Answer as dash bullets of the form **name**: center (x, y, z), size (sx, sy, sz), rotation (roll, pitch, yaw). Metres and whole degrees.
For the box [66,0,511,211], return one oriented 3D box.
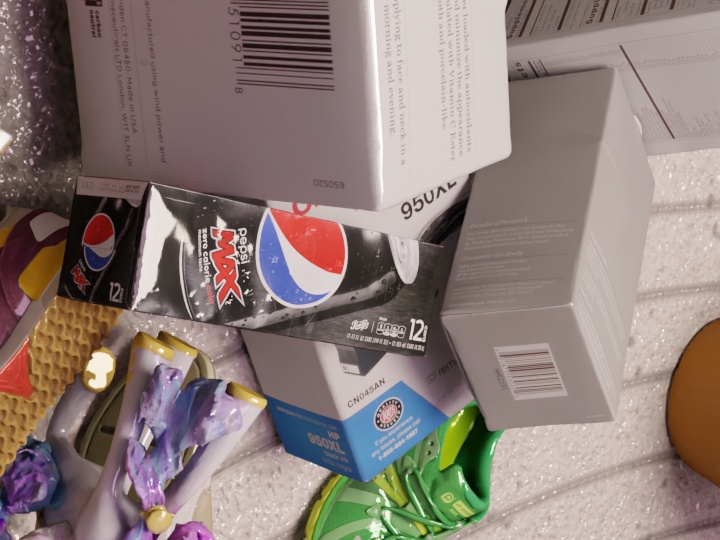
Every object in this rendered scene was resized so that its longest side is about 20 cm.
- **box**: center (-0.040, -0.147, 0.910), size (0.130, 0.199, 0.200), rotation (-24, 116, -51)

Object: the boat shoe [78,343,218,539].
- **boat shoe**: center (-0.122, 0.141, 1.021), size (0.068, 0.074, 0.201), rotation (28, 80, -61)

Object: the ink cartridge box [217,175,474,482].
- **ink cartridge box**: center (0.000, 0.000, 1.071), size (0.144, 0.084, 0.201), rotation (-35, 120, -29)

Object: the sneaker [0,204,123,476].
- **sneaker**: center (-0.208, 0.050, 0.908), size (0.200, 0.090, 0.075), rotation (-48, 146, -27)

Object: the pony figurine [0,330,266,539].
- **pony figurine**: center (-0.128, 0.136, 0.917), size (0.166, 0.193, 0.201), rotation (28, 89, -30)

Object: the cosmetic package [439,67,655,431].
- **cosmetic package**: center (0.116, -0.016, 1.066), size (0.201, 0.090, 0.107), rotation (-75, 149, -43)

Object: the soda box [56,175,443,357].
- **soda box**: center (-0.052, 0.000, 0.924), size (0.199, 0.071, 0.064), rotation (11, 88, -42)

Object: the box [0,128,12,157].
- **box**: center (-0.257, -0.003, 0.879), size (0.075, 0.050, 0.201), rotation (36, 78, -39)

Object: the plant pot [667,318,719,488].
- **plant pot**: center (0.334, 0.112, 1.313), size (0.199, 0.183, 0.201), rotation (-10, 107, -37)

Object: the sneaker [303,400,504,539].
- **sneaker**: center (0.032, 0.143, 1.134), size (0.074, 0.083, 0.201), rotation (41, 75, -39)

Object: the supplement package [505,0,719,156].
- **supplement package**: center (0.202, -0.150, 1.114), size (0.114, 0.199, 0.110), rotation (53, 48, -36)
